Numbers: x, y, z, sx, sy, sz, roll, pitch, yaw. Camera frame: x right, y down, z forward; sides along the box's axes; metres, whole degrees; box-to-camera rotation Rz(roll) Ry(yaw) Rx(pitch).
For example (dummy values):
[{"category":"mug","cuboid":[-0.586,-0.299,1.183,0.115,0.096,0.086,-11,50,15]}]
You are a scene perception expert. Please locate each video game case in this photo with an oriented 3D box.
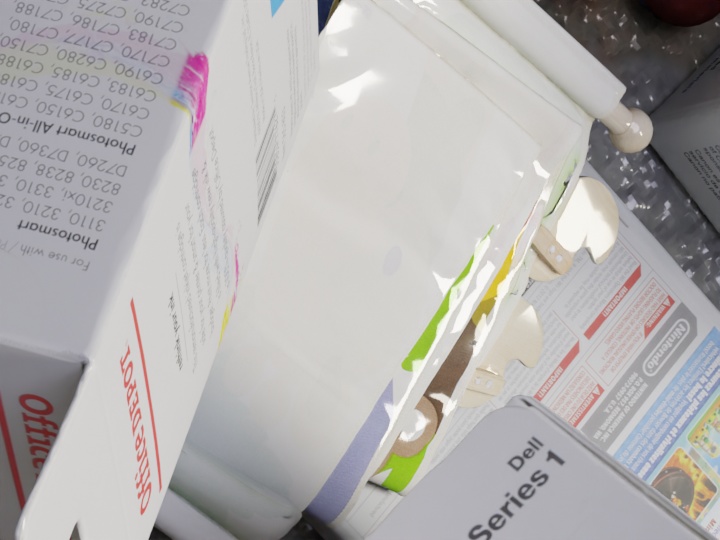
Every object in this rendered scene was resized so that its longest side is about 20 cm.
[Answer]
[{"category":"video game case","cuboid":[0.079,0.077,0.902,0.200,0.018,0.143,47,67,-14]}]

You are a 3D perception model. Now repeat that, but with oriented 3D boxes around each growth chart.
[{"category":"growth chart","cuboid":[0.000,0.000,0.824,0.200,0.018,0.145,-53,129,-13]}]

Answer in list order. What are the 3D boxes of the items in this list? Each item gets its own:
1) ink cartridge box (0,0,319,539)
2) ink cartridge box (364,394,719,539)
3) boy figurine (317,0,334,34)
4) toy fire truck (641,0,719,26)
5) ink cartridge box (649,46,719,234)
[{"category":"ink cartridge box","cuboid":[-0.070,-0.007,0.692,0.067,0.115,0.201,14,60,9]},{"category":"ink cartridge box","cuboid":[0.046,0.150,0.775,0.145,0.084,0.200,-45,143,-12]},{"category":"boy figurine","cuboid":[-0.075,-0.111,0.821,0.124,0.064,0.200,-40,102,-23]},{"category":"toy fire truck","cuboid":[0.109,-0.170,0.900,0.200,0.112,0.169,-39,120,-23]},{"category":"ink cartridge box","cuboid":[0.200,-0.026,0.869,0.084,0.200,0.145,-44,104,-22]}]
